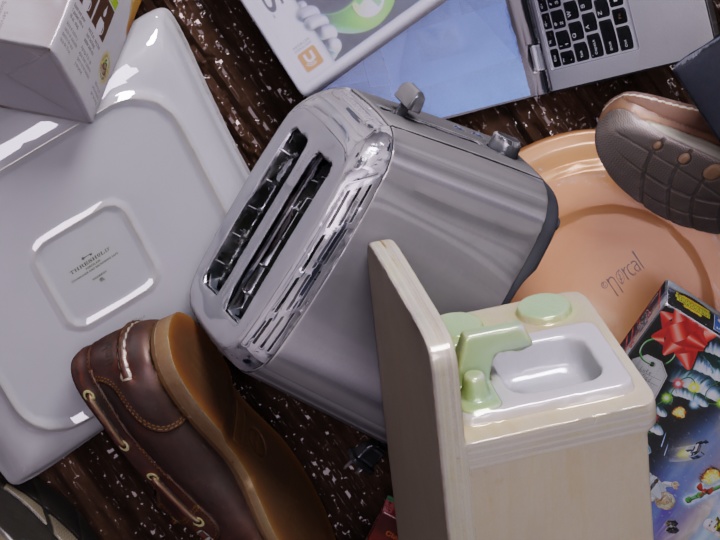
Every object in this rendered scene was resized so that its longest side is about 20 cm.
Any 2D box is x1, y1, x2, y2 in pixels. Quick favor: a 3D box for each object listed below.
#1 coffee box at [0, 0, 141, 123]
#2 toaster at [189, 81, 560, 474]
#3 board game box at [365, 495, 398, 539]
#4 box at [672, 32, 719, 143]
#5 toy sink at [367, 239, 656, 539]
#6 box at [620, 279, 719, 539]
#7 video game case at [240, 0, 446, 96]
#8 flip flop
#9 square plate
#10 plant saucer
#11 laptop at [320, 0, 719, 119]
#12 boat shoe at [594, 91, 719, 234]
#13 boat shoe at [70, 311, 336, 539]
[{"bbox_3d":[-0.162,-0.187,1.422,0.114,0.080,0.200,12,67,19],"label":"coffee box"},{"bbox_3d":[0.000,0.000,1.449,0.129,0.114,0.200,25,103,-30],"label":"toaster"},{"bbox_3d":[0.084,0.206,1.506,0.200,0.019,0.103,25,120,0],"label":"board game box"},{"bbox_3d":[0.297,-0.081,1.428,0.123,0.198,0.200,-31,95,41],"label":"box"},{"bbox_3d":[0.079,0.086,1.375,0.112,0.130,0.200,-12,116,-10],"label":"toy sink"},{"bbox_3d":[0.167,0.122,1.492,0.137,0.040,0.200,31,111,-4],"label":"box"},{"bbox_3d":[0.000,-0.222,1.466,0.200,0.023,0.182,-34,87,19],"label":"video game case"},{"bbox_3d":[-0.218,0.137,1.495,0.200,0.081,0.058,32,112,-4],"label":"flip flop"},{"bbox_3d":[-0.142,-0.007,1.461,0.200,0.028,0.198,-32,118,-9],"label":"square plate"},{"bbox_3d":[0.135,0.022,1.523,0.200,0.032,0.201,0,92,-3],"label":"plant saucer"},{"bbox_3d":[0.064,-0.180,1.468,0.116,0.200,0.188,-18,95,-42],"label":"laptop"},{"bbox_3d":[0.212,-0.060,1.489,0.200,0.076,0.072,20,62,-27],"label":"boat shoe"},{"bbox_3d":[-0.081,0.106,1.482,0.070,0.070,0.200,-21,119,21],"label":"boat shoe"}]
